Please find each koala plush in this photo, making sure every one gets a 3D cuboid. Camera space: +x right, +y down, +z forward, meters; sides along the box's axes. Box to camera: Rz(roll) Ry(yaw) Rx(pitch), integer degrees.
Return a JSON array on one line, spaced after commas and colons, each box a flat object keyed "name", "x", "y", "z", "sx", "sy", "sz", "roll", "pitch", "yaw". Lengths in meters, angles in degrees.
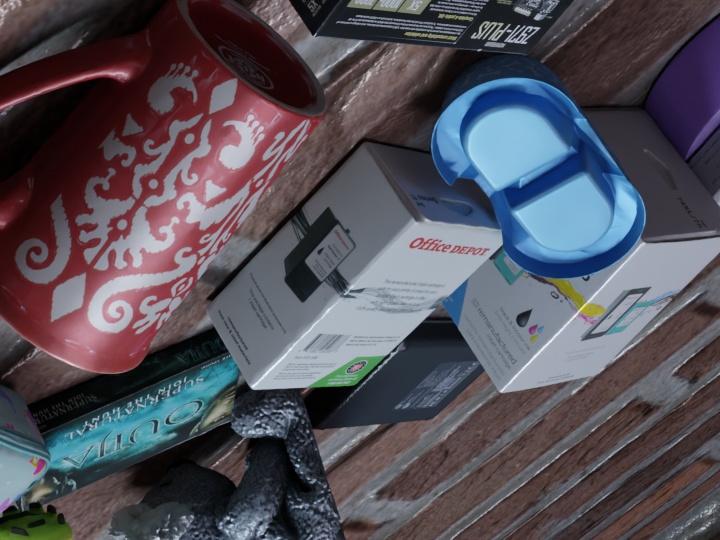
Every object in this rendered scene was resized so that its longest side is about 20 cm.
[{"name": "koala plush", "x": -0.123, "y": 0.226, "z": 1.438, "sx": 0.199, "sy": 0.185, "sz": 0.178, "roll": -17, "pitch": 155, "yaw": -6}]

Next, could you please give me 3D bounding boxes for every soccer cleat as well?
[{"name": "soccer cleat", "x": -0.284, "y": 0.228, "z": 1.224, "sx": 0.199, "sy": 0.084, "sz": 0.065, "roll": -11, "pitch": 179, "yaw": 42}]

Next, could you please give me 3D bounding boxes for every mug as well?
[{"name": "mug", "x": -0.132, "y": -0.056, "z": 0.903, "sx": 0.200, "sy": 0.134, "sz": 0.177, "roll": -47, "pitch": 155, "yaw": 22}]

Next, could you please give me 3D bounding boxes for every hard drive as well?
[{"name": "hard drive", "x": 0.049, "y": 0.102, "z": 1.562, "sx": 0.140, "sy": 0.033, "sz": 0.199, "roll": -45, "pitch": 154, "yaw": 26}]

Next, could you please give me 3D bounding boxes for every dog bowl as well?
[{"name": "dog bowl", "x": 0.132, "y": -0.079, "z": 1.177, "sx": 0.111, "sy": 0.050, "sz": 0.200, "roll": -28, "pitch": 125, "yaw": 21}]

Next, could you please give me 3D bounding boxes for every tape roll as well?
[{"name": "tape roll", "x": 0.347, "y": -0.163, "z": 1.383, "sx": 0.199, "sy": 0.066, "sz": 0.200, "roll": -27, "pitch": 156, "yaw": -14}]

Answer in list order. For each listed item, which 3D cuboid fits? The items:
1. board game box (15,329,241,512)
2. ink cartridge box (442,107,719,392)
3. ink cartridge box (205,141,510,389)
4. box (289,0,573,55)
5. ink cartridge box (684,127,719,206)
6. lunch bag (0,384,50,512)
[{"name": "board game box", "x": -0.192, "y": 0.122, "z": 1.298, "sx": 0.199, "sy": 0.028, "sz": 0.136, "roll": -23, "pitch": 154, "yaw": -23}, {"name": "ink cartridge box", "x": 0.182, "y": -0.020, "z": 1.350, "sx": 0.146, "sy": 0.147, "sz": 0.200, "roll": -6, "pitch": 144, "yaw": -46}, {"name": "ink cartridge box", "x": 0.000, "y": 0.000, "z": 1.233, "sx": 0.200, "sy": 0.083, "sz": 0.146, "roll": -44, "pitch": 155, "yaw": 24}, {"name": "box", "x": 0.063, "y": -0.212, "z": 0.894, "sx": 0.199, "sy": 0.086, "sz": 0.164, "roll": -5, "pitch": 144, "yaw": -47}, {"name": "ink cartridge box", "x": 0.343, "y": -0.080, "z": 1.408, "sx": 0.173, "sy": 0.044, "sz": 0.200, "roll": -8, "pitch": 147, "yaw": -42}, {"name": "lunch bag", "x": -0.332, "y": 0.154, "z": 1.118, "sx": 0.200, "sy": 0.077, "sz": 0.160, "roll": -36, "pitch": 158, "yaw": 4}]
